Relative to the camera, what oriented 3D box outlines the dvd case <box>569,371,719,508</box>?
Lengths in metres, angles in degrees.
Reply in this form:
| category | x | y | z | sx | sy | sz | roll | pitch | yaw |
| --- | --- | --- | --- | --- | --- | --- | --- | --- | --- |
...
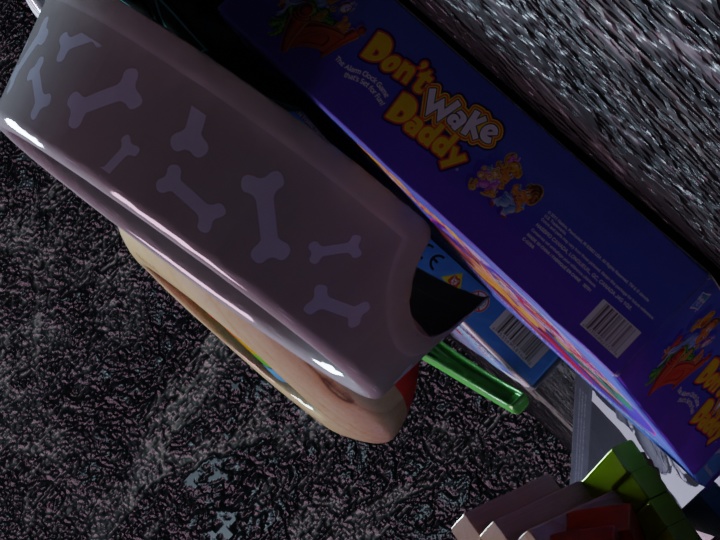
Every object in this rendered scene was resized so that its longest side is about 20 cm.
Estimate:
| category | x | y | z | sx | sy | sz | roll | pitch | yaw |
| --- | --- | --- | --- | --- | --- | --- | --- | --- | --- |
| dvd case | 0.154 | 0.128 | 1.165 | 0.200 | 0.025 | 0.151 | 46 | 147 | 41 |

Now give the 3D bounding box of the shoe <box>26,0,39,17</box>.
| category | x | y | z | sx | sy | sz | roll | pitch | yaw |
| --- | --- | --- | --- | --- | --- | --- | --- | --- | --- |
| shoe | -0.241 | -0.241 | 2.288 | 0.200 | 0.072 | 0.091 | 34 | 170 | 48 |

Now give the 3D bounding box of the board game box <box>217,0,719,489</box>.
| category | x | y | z | sx | sy | sz | roll | pitch | yaw |
| --- | --- | --- | --- | --- | --- | --- | --- | --- | --- |
| board game box | 0.050 | -0.022 | 0.948 | 0.200 | 0.045 | 0.134 | 43 | 179 | 27 |

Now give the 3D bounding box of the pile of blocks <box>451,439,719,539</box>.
| category | x | y | z | sx | sy | sz | roll | pitch | yaw |
| --- | --- | --- | --- | --- | --- | --- | --- | --- | --- |
| pile of blocks | 0.135 | 0.093 | 0.990 | 0.199 | 0.062 | 0.082 | 6 | -127 | -28 |

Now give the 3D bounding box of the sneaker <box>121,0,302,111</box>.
| category | x | y | z | sx | sy | sz | roll | pitch | yaw |
| --- | --- | --- | --- | --- | --- | --- | --- | --- | --- |
| sneaker | -0.058 | -0.119 | 1.017 | 0.079 | 0.076 | 0.200 | 23 | 171 | 43 |

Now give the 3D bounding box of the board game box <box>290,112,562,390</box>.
| category | x | y | z | sx | sy | sz | roll | pitch | yaw |
| --- | --- | --- | --- | --- | --- | --- | --- | --- | --- |
| board game box | 0.007 | -0.046 | 1.217 | 0.200 | 0.056 | 0.196 | 44 | 179 | -10 |

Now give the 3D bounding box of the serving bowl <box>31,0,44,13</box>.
| category | x | y | z | sx | sy | sz | roll | pitch | yaw |
| --- | --- | --- | --- | --- | --- | --- | --- | --- | --- |
| serving bowl | -0.089 | -0.116 | 1.389 | 0.200 | 0.066 | 0.200 | 46 | -171 | -9 |

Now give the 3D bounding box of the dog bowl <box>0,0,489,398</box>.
| category | x | y | z | sx | sy | sz | roll | pitch | yaw |
| --- | --- | --- | --- | --- | --- | --- | --- | --- | --- |
| dog bowl | -0.048 | -0.026 | 1.006 | 0.200 | 0.059 | 0.200 | 36 | 176 | 3 |

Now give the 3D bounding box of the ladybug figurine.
| category | x | y | z | sx | sy | sz | roll | pitch | yaw |
| --- | --- | --- | --- | --- | --- | --- | --- | --- | --- |
| ladybug figurine | -0.034 | 0.010 | 1.303 | 0.136 | 0.072 | 0.200 | 33 | 171 | 45 |

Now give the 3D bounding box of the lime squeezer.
| category | x | y | z | sx | sy | sz | roll | pitch | yaw |
| --- | --- | --- | --- | --- | --- | --- | --- | --- | --- |
| lime squeezer | 0.000 | 0.000 | 1.177 | 0.200 | 0.038 | 0.071 | 44 | 147 | 16 |
